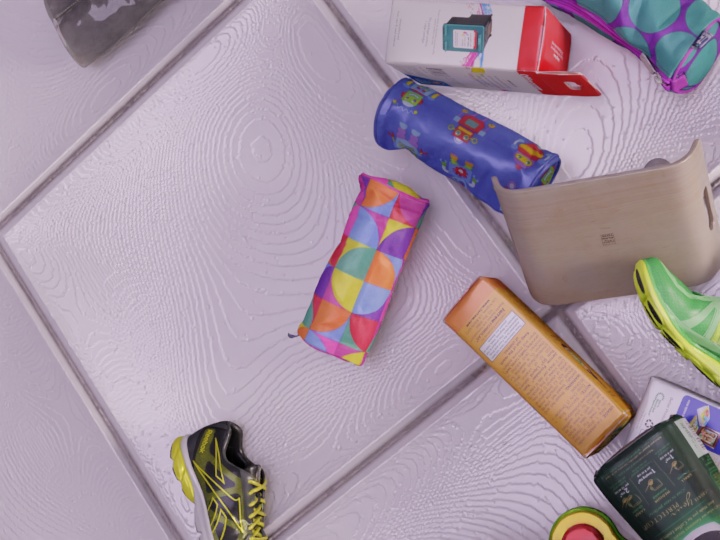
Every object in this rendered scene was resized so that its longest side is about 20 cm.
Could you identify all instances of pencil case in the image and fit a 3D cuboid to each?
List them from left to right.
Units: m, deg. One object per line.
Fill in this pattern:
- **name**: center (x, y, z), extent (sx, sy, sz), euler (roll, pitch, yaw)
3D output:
- **pencil case**: center (0.000, 0.000, 1.404), extent (0.088, 0.088, 0.201), euler (27, 97, 21)
- **pencil case**: center (0.108, -0.120, 1.371), extent (0.199, 0.087, 0.078), euler (31, 63, 20)
- **pencil case**: center (0.256, -0.258, 1.315), extent (0.200, 0.085, 0.092), euler (38, 74, 20)

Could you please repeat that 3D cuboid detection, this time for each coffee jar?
- **coffee jar**: center (0.309, 0.238, 1.223), extent (0.104, 0.085, 0.201), euler (-39, 71, 13)

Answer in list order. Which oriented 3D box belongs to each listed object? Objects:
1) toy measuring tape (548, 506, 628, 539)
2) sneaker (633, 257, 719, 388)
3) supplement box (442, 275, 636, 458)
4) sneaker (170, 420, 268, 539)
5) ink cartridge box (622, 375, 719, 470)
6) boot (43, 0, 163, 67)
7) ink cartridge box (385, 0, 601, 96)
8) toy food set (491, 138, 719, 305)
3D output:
- **toy measuring tape**: center (0.252, 0.250, 1.302), extent (0.199, 0.074, 0.074), euler (-22, 79, 9)
- **sneaker**: center (0.337, 0.054, 1.269), extent (0.200, 0.074, 0.084), euler (43, 92, -2)
- **supplement box**: center (0.178, 0.094, 1.337), extent (0.200, 0.066, 0.069), euler (43, 102, 19)
- **sneaker**: center (-0.133, 0.253, 1.445), extent (0.084, 0.074, 0.201), euler (-33, 76, 16)
- **ink cartridge box**: center (0.350, 0.182, 1.272), extent (0.199, 0.037, 0.095), euler (24, 95, 28)
- **boot**: center (-0.280, -0.357, 1.549), extent (0.199, 0.072, 0.183), euler (-28, 75, 25)
- **ink cartridge box**: center (0.138, -0.221, 1.343), extent (0.199, 0.116, 0.068), euler (7, 89, 21)
- **toy food set**: center (0.238, -0.048, 1.293), extent (0.199, 0.061, 0.144), euler (-9, 127, 19)
